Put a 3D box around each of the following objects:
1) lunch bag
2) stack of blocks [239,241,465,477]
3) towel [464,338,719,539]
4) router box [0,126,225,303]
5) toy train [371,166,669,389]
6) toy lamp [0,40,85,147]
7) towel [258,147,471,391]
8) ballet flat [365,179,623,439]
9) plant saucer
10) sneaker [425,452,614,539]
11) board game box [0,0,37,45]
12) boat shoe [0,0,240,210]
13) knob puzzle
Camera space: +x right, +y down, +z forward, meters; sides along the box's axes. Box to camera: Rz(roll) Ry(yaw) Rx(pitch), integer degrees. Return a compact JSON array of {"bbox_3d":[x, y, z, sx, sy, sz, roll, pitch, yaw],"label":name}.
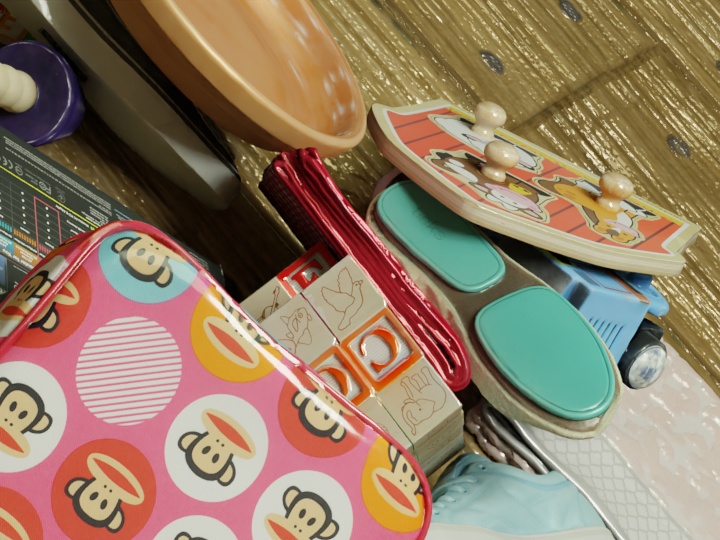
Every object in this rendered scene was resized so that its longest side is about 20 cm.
[{"bbox_3d":[-0.088,0.099,0.947,0.200,0.082,0.176,44,73,-13],"label":"lunch bag"},{"bbox_3d":[-0.006,0.049,1.126,0.115,0.058,0.200,52,-4,9],"label":"stack of blocks"},{"bbox_3d":[0.170,0.114,1.352,0.200,0.032,0.191,48,36,4],"label":"towel"},{"bbox_3d":[-0.141,0.030,1.072,0.200,0.062,0.151,34,33,-40],"label":"router box"},{"bbox_3d":[0.085,-0.001,1.294,0.114,0.087,0.200,16,20,-49],"label":"toy train"},{"bbox_3d":[-0.186,-0.096,1.139,0.058,0.058,0.200,53,6,13],"label":"toy lamp"},{"bbox_3d":[0.000,0.000,1.193,0.145,0.022,0.200,53,-5,-3],"label":"towel"},{"bbox_3d":[0.070,0.029,1.196,0.067,0.063,0.200,-22,49,-21],"label":"ballet flat"},{"bbox_3d":[-0.076,-0.135,1.217,0.200,0.037,0.201,43,21,-21],"label":"plant saucer"},{"bbox_3d":[0.050,0.135,1.191,0.199,0.074,0.082,9,40,-50],"label":"sneaker"},{"bbox_3d":[-0.179,-0.177,1.303,0.199,0.034,0.135,25,41,-24],"label":"board game box"},{"bbox_3d":[-0.122,-0.120,1.231,0.064,0.071,0.200,-46,108,-16],"label":"boat shoe"},{"bbox_3d":[0.093,-0.053,1.275,0.218,0.031,0.220,22,17,-7],"label":"knob puzzle"}]
